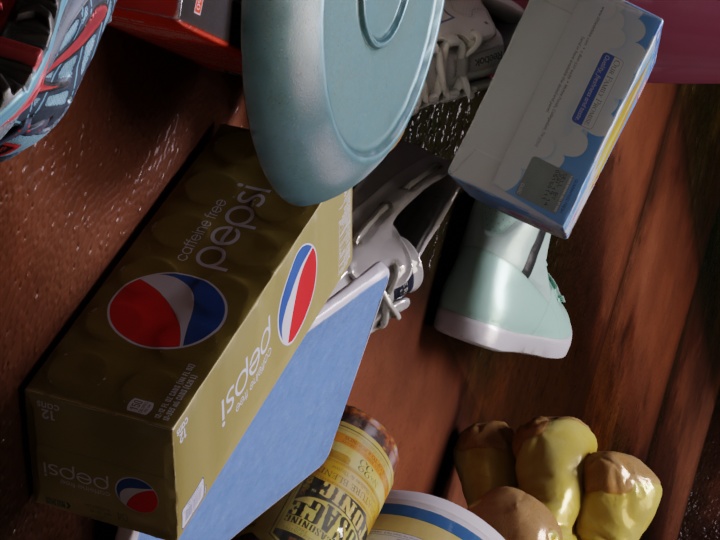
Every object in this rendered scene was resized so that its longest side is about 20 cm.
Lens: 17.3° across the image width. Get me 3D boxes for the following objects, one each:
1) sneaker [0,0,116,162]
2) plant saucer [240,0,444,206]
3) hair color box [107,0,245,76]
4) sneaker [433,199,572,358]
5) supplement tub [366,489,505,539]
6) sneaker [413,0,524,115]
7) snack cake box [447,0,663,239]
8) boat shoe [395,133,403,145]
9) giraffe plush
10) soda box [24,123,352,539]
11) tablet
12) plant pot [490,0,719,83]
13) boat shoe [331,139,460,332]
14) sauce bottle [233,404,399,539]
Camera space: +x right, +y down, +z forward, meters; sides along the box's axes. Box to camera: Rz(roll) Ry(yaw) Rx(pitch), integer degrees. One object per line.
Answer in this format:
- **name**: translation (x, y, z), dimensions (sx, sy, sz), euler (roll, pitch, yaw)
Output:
- **sneaker**: translation (-0.118, -0.062, 0.747), dimensions (0.200, 0.079, 0.096), euler (-61, 160, -44)
- **plant saucer**: translation (0.001, -0.124, 0.967), dimensions (0.200, 0.027, 0.202), euler (10, 90, -72)
- **hair color box**: translation (-0.056, -0.136, 0.936), dimensions (0.200, 0.061, 0.102), euler (9, 93, -75)
- **sneaker**: translation (0.117, -0.006, 1.619), dimensions (0.119, 0.073, 0.200), euler (-71, 162, 5)
- **supplement tub**: translation (0.004, 0.233, 1.304), dimensions (0.200, 0.144, 0.145), euler (-57, 156, -50)
- **sneaker**: translation (0.024, -0.113, 1.191), dimensions (0.200, 0.087, 0.075), euler (-50, 152, -55)
- **snack cake box**: translation (0.103, -0.082, 1.243), dimensions (0.200, 0.067, 0.116), euler (5, 110, -84)
- **boat shoe**: translation (-0.005, -0.152, 1.089), dimensions (0.074, 0.069, 0.201), euler (34, 65, -56)
- **giraffe plush**: translation (0.103, 0.202, 1.625), dimensions (0.162, 0.171, 0.202), euler (5, 81, -63)
- **soda box**: translation (-0.068, 0.021, 1.012), dimensions (0.200, 0.067, 0.064), euler (-58, 156, -48)
- **tablet**: translation (-0.054, 0.081, 1.119), dimensions (0.200, 0.014, 0.131), euler (-35, 149, -52)
- **plant pot**: translation (0.182, -0.199, 1.503), dimensions (0.200, 0.178, 0.201), euler (15, 90, -75)
- **boat shoe**: translation (0.000, 0.000, 1.238), dimensions (0.200, 0.065, 0.072), euler (-57, 156, -51)
- **sauce bottle**: translation (-0.038, 0.157, 1.238), dimensions (0.066, 0.066, 0.201), euler (89, 20, -43)
